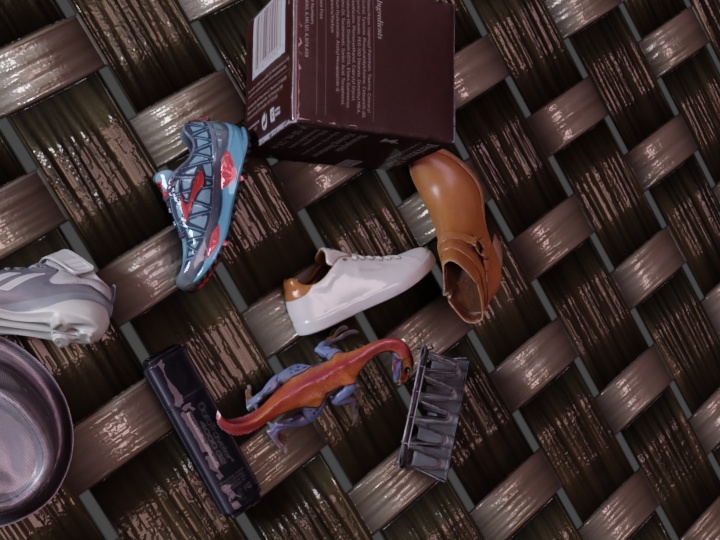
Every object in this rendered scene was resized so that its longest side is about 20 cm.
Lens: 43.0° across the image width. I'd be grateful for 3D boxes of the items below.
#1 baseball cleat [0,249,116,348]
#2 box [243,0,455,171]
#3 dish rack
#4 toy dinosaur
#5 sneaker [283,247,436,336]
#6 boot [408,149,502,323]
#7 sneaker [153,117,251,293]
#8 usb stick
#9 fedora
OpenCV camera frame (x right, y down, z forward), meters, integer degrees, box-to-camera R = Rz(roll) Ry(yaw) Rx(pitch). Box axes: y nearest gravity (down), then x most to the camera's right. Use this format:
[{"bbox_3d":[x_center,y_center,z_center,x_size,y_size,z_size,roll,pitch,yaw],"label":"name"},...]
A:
[{"bbox_3d":[-0.350,0.021,0.926,0.198,0.070,0.107,15,45,-11],"label":"baseball cleat"},{"bbox_3d":[-0.016,-0.218,1.048,0.198,0.166,0.166,4,82,-25],"label":"box"},{"bbox_3d":[0.083,0.163,1.053,0.054,0.200,0.155,9,80,11],"label":"dish rack"},{"bbox_3d":[-0.031,0.133,1.012,0.181,0.200,0.106,-30,91,18],"label":"toy dinosaur"},{"bbox_3d":[0.000,0.000,1.084,0.199,0.073,0.085,-25,98,-24],"label":"sneaker"},{"bbox_3d":[0.112,-0.046,1.103,0.201,0.073,0.155,54,29,-14],"label":"boot"},{"bbox_3d":[-0.187,-0.074,1.011,0.095,0.079,0.202,15,70,-14],"label":"sneaker"},{"bbox_3d":[-0.173,0.176,1.006,0.055,0.033,0.201,-32,99,-32],"label":"usb stick"},{"bbox_3d":[-0.368,0.157,0.881,0.176,0.090,0.201,-33,99,-25],"label":"fedora"}]
